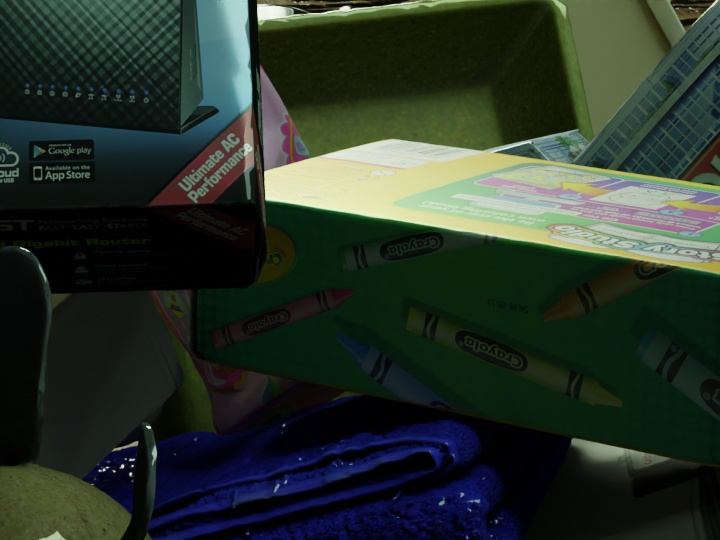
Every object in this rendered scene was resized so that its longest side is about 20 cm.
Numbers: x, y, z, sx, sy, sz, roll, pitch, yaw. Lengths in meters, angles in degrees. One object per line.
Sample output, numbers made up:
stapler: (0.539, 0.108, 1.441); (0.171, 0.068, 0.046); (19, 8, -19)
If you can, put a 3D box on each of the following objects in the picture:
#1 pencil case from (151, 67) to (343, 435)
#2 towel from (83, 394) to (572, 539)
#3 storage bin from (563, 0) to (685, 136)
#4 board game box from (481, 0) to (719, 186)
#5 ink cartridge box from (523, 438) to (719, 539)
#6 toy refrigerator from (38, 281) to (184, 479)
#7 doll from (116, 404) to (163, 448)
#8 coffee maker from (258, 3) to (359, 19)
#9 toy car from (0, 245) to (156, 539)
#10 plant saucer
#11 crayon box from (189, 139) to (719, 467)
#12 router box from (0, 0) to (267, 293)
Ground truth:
pencil case: (-0.063, -0.037, 0.989); (0.201, 0.087, 0.087); (58, 29, 8)
towel: (-0.037, 0.073, 0.877); (0.199, 0.050, 0.148); (-14, 14, 18)
storage bin: (0.121, -0.064, 1.281); (0.201, 0.093, 0.199); (60, 4, -2)
board game box: (0.113, -0.003, 0.983); (0.200, 0.200, 0.062); (44, 21, 12)
ink cartridge box: (0.152, 0.113, 0.894); (0.199, 0.147, 0.083); (-18, 20, 12)
toy refrigerator: (-0.157, 0.007, 0.904); (0.199, 0.070, 0.076); (24, 56, 39)
doll: (-0.150, 0.006, 0.995); (0.199, 0.049, 0.136); (28, 49, 29)
coffee maker: (0.005, -0.018, 1.215); (0.192, 0.135, 0.200); (45, 16, -20)
toy car: (-0.107, 0.103, 0.682); (0.157, 0.201, 0.164); (7, 27, -38)
plant saucer: (0.000, 0.000, 1.058); (0.198, 0.201, 0.048); (-7, -13, -13)
crayon box: (0.059, 0.005, 0.855); (0.199, 0.059, 0.119); (10, 16, 32)
router box: (-0.129, -0.072, 0.822); (0.198, 0.062, 0.151); (-2, 65, -4)
